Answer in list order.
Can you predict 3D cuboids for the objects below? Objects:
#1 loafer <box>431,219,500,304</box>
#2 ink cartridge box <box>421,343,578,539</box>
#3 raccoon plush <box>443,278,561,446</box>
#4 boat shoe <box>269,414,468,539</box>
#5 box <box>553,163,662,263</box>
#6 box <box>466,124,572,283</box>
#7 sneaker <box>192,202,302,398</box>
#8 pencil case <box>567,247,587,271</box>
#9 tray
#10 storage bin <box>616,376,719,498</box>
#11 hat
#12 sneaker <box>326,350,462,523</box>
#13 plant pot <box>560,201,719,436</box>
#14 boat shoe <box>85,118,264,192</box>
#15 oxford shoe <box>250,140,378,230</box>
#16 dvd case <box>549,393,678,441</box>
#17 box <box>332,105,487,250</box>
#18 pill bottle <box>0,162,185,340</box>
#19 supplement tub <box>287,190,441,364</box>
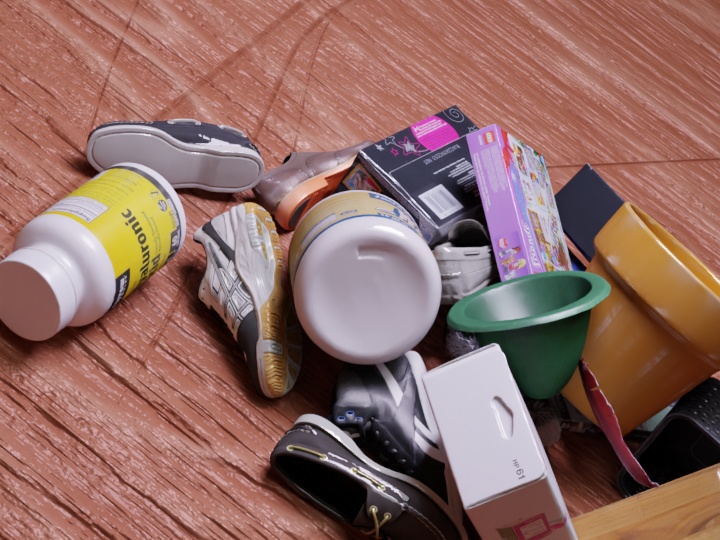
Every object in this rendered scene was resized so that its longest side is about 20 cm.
[{"bbox_3d":[0.125,-0.022,1.785,0.069,0.071,0.200,0,17,21],"label":"loafer"},{"bbox_3d":[0.133,0.184,1.561,0.084,0.200,0.146,-21,56,4],"label":"ink cartridge box"},{"bbox_3d":[0.168,0.092,1.817,0.134,0.096,0.202,-19,88,-60],"label":"raccoon plush"},{"bbox_3d":[0.006,0.215,1.552,0.200,0.072,0.061,33,41,11],"label":"boat shoe"},{"bbox_3d":[0.310,-0.015,1.919,0.141,0.079,0.200,48,4,37],"label":"box"},{"bbox_3d":[0.179,-0.045,1.798,0.137,0.039,0.202,22,51,-59],"label":"box"},{"bbox_3d":[-0.117,0.037,1.665,0.076,0.087,0.202,33,43,-62],"label":"sneaker"},{"bbox_3d":[0.238,0.028,1.878,0.200,0.078,0.087,47,7,30],"label":"pencil case"},{"bbox_3d":[0.274,0.266,1.603,0.037,0.198,0.099,59,12,-47],"label":"tray"},{"bbox_3d":[0.389,0.230,1.752,0.200,0.136,0.094,42,39,12],"label":"storage bin"},{"bbox_3d":[0.182,0.112,1.630,0.164,0.178,0.200,-13,13,5],"label":"hat"},{"bbox_3d":[0.024,0.176,1.617,0.111,0.073,0.202,-5,57,-17],"label":"sneaker"},{"bbox_3d":[0.286,0.064,1.720,0.200,0.183,0.200,40,13,-11],"label":"plant pot"},{"bbox_3d":[-0.200,-0.130,1.775,0.198,0.074,0.061,3,37,-25],"label":"boat shoe"},{"bbox_3d":[-0.045,-0.115,1.874,0.073,0.072,0.199,39,38,17],"label":"oxford shoe"},{"bbox_3d":[0.284,0.129,1.882,0.198,0.022,0.147,9,43,-26],"label":"dvd case"},{"bbox_3d":[0.074,-0.081,1.884,0.132,0.115,0.199,45,40,14],"label":"box"},{"bbox_3d":[-0.260,-0.016,1.575,0.111,0.112,0.200,38,38,6],"label":"pill bottle"},{"bbox_3d":[0.000,0.000,1.671,0.144,0.146,0.200,24,11,-11],"label":"supplement tub"}]
